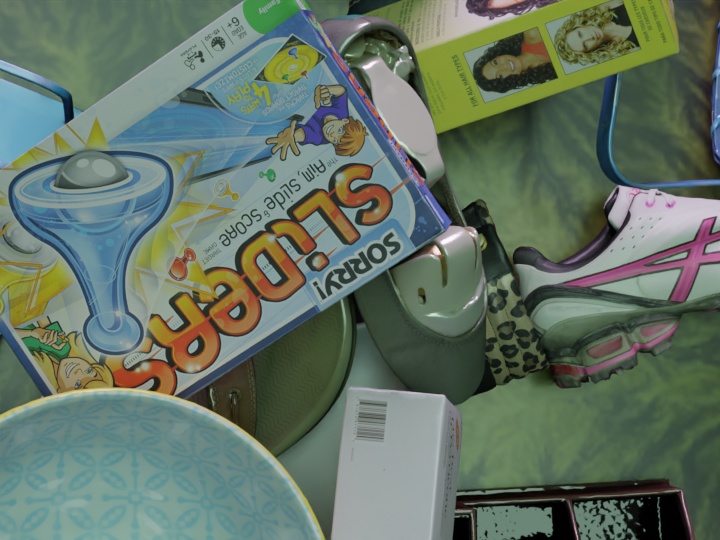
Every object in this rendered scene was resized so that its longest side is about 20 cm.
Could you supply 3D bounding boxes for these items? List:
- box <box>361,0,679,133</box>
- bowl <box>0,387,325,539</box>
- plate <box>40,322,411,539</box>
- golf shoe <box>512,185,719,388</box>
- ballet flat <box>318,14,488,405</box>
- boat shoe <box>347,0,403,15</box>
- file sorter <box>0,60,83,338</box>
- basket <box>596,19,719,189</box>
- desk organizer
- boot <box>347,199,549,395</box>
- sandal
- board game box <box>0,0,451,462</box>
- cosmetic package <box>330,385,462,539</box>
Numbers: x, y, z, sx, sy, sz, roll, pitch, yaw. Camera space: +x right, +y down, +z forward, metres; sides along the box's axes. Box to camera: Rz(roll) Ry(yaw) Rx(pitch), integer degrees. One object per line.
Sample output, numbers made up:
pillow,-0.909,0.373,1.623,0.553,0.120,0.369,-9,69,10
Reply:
box,0.056,-0.113,0.868,0.200,0.075,0.050,-19,119,15
bowl,-0.119,0.155,0.761,0.200,0.108,0.200,2,82,-17
plate,-0.052,0.140,0.867,0.200,0.032,0.200,-13,78,7
golf shoe,0.181,-0.014,0.956,0.200,0.073,0.092,-26,91,-9
ballet flat,0.023,-0.026,0.817,0.067,0.064,0.200,-28,102,-32
boat shoe,0.083,-0.166,0.950,0.200,0.075,0.062,-14,90,-10
file sorter,-0.239,-0.021,0.869,0.139,0.123,0.200,21,83,-7
basket,0.225,-0.130,0.924,0.200,0.139,0.177,1,96,-13
desk organizer,0.085,0.156,0.929,0.200,0.077,0.072,-2,87,-9
boot,0.000,0.000,0.914,0.150,0.073,0.200,-23,94,4
sandal,-0.078,0.073,0.838,0.080,0.057,0.201,43,89,14
board game box,-0.078,-0.022,0.784,0.200,0.034,0.135,-34,93,11
cosmetic package,0.013,0.158,0.796,0.051,0.083,0.200,5,81,7
